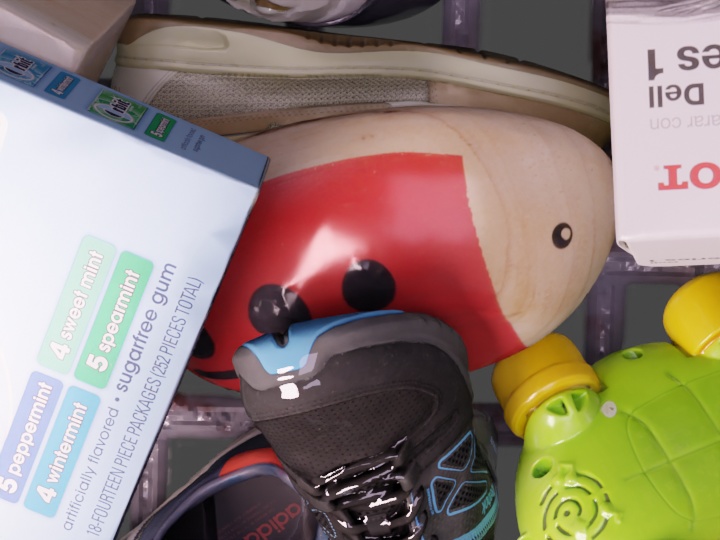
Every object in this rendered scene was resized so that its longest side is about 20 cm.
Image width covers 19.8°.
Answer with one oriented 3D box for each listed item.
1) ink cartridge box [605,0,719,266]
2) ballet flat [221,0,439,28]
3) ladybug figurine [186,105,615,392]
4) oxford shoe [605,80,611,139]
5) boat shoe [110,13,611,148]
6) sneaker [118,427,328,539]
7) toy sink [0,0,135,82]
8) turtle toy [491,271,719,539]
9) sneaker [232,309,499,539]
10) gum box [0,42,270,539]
[{"bbox_3d":[0.157,-0.106,0.706,0.145,0.084,0.202,-3,86,12],"label":"ink cartridge box"},{"bbox_3d":[-0.052,-0.126,0.771,0.199,0.073,0.074,18,92,-20],"label":"ballet flat"},{"bbox_3d":[0.000,0.000,0.763,0.198,0.136,0.072,-11,59,19],"label":"ladybug figurine"},{"bbox_3d":[0.182,-0.090,0.777,0.070,0.075,0.200,32,117,-32],"label":"oxford shoe"},{"bbox_3d":[0.002,-0.059,0.799,0.199,0.073,0.064,7,97,-2],"label":"boat shoe"},{"bbox_3d":[-0.082,0.140,0.797,0.075,0.085,0.200,41,90,-6],"label":"sneaker"},{"bbox_3d":[-0.188,-0.036,0.755,0.130,0.112,0.201,27,107,-4],"label":"toy sink"},{"bbox_3d":[0.146,0.084,0.797,0.199,0.101,0.146,-18,55,-13],"label":"turtle toy"},{"bbox_3d":[0.014,0.073,0.732,0.073,0.200,0.083,-13,65,16],"label":"sneaker"},{"bbox_3d":[-0.153,0.004,0.683,0.199,0.045,0.171,22,108,-4],"label":"gum box"}]
